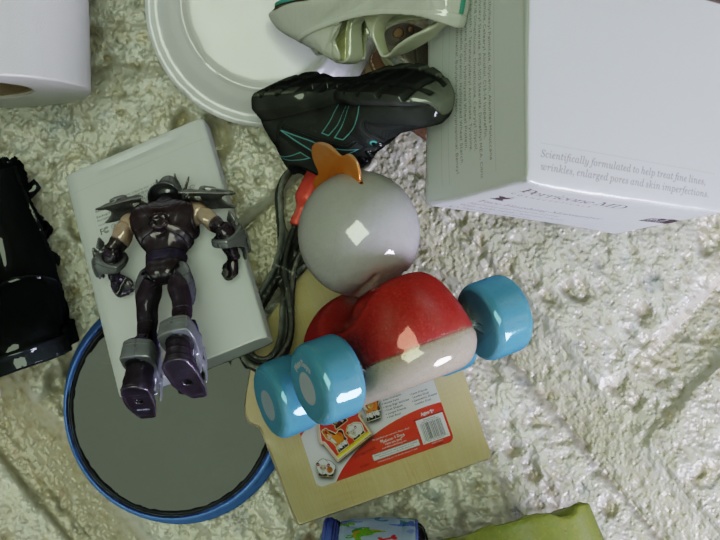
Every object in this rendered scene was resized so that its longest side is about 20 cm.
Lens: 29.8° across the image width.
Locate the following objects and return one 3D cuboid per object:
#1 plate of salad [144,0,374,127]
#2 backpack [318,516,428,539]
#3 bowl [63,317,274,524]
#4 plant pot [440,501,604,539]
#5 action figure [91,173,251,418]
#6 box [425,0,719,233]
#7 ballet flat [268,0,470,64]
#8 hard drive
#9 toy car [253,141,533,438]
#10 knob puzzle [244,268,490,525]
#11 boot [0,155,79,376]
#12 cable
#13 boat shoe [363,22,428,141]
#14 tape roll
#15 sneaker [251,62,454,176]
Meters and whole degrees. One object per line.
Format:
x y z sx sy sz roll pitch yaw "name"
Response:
-0.083 -0.222 1.143 0.197 0.048 0.204 0 91 -8 "plate of salad"
-0.009 0.298 1.072 0.144 0.183 0.203 4 86 1 "backpack"
-0.157 0.115 1.148 0.197 0.039 0.204 0 90 2 "bowl"
0.144 0.290 1.075 0.197 0.200 0.187 -15 79 2 "plant pot"
-0.153 0.007 1.061 0.128 0.070 0.203 -13 57 17 "action figure"
0.165 -0.143 1.042 0.196 0.130 0.203 6 81 -30 "box"
0.003 -0.193 1.044 0.198 0.069 0.071 -7 89 42 "ballet flat"
-0.160 -0.011 1.117 0.130 0.027 0.202 -21 69 7 "hard drive"
0.000 0.000 1.045 0.182 0.177 0.203 -17 85 -25 "toy car"
-0.006 0.090 1.136 0.216 0.030 0.223 3 74 -10 "knob puzzle"
-0.281 -0.006 1.079 0.072 0.198 0.165 -17 96 -1 "boot"
-0.055 -0.018 1.117 0.096 0.050 0.201 32 71 8 "cable"
0.086 -0.123 1.132 0.199 0.076 0.072 38 129 -9 "boat shoe"
-0.315 -0.210 1.074 0.199 0.203 0.142 -2 89 2 "tape roll"
0.000 -0.115 1.059 0.075 0.198 0.080 -30 113 -39 "sneaker"
